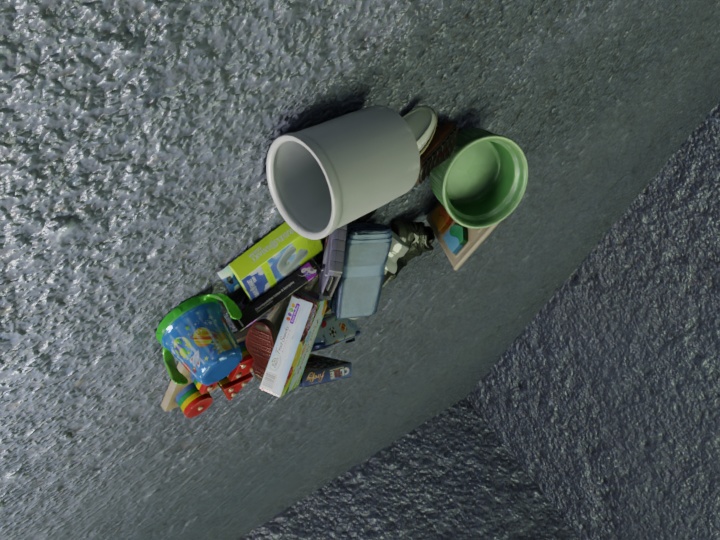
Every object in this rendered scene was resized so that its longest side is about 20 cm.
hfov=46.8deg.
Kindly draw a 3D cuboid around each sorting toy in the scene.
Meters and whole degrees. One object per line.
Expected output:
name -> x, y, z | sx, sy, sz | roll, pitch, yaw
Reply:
sorting toy -> 0.232, -0.129, 1.882 | 0.036, 0.201, 0.185 | 19, 123, -35
sorting toy -> -0.313, 0.232, 1.815 | 0.199, 0.070, 0.199 | -22, 153, -42

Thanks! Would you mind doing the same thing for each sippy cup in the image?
sippy cup -> -0.293, 0.137, 1.560 | 0.139, 0.131, 0.178 | -29, 157, -29

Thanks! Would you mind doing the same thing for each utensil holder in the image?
utensil holder -> -0.026, -0.166, 1.351 | 0.199, 0.170, 0.171 | -29, 158, -35

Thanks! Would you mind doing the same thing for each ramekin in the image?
ramekin -> 0.241, -0.198, 1.737 | 0.198, 0.098, 0.202 | -10, 118, -18

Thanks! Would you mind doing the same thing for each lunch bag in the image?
lunch bag -> -0.104, 0.152, 1.961 | 0.159, 0.076, 0.199 | -21, 173, 37

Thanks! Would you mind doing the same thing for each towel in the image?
towel -> 0.000, 0.000, 1.714 | 0.110, 0.049, 0.202 | -2, 116, -27

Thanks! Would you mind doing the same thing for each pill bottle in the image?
pill bottle -> 0.008, -0.002, 1.813 | 0.201, 0.116, 0.116 | -51, 158, 9

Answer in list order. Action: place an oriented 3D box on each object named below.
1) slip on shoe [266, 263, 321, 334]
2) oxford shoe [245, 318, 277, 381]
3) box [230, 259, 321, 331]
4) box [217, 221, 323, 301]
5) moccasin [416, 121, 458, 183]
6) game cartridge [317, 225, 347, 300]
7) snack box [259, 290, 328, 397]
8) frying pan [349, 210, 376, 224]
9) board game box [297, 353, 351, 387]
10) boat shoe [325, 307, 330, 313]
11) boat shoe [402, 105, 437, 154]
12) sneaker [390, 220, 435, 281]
slip on shoe -> -0.139, 0.063, 1.794 | 0.201, 0.074, 0.061 | -51, -167, 12
oxford shoe -> -0.193, 0.157, 1.748 | 0.075, 0.070, 0.201 | -53, 161, -36
box -> -0.172, 0.052, 1.670 | 0.199, 0.036, 0.143 | -38, -178, -9
box -> -0.167, -0.021, 1.575 | 0.199, 0.048, 0.122 | -37, 160, -10
moccasin -> 0.128, -0.235, 1.612 | 0.202, 0.077, 0.074 | -48, 153, -38
game cartridge -> -0.055, -0.030, 1.609 | 0.038, 0.131, 0.200 | 3, 162, -8
snack box -> -0.133, 0.146, 1.698 | 0.142, 0.052, 0.202 | -15, 126, -80
frying pan -> -0.030, -0.117, 1.637 | 0.189, 0.031, 0.115 | -12, 147, -48
board game box -> -0.131, 0.223, 1.891 | 0.134, 0.035, 0.199 | -7, -173, -36
boat shoe -> -0.033, 0.038, 1.918 | 0.199, 0.074, 0.063 | -29, 170, 4
boat shoe -> 0.057, -0.223, 1.508 | 0.200, 0.075, 0.068 | -45, 162, 10
sneaker -> 0.112, -0.044, 1.950 | 0.113, 0.077, 0.200 | -5, 143, -19
